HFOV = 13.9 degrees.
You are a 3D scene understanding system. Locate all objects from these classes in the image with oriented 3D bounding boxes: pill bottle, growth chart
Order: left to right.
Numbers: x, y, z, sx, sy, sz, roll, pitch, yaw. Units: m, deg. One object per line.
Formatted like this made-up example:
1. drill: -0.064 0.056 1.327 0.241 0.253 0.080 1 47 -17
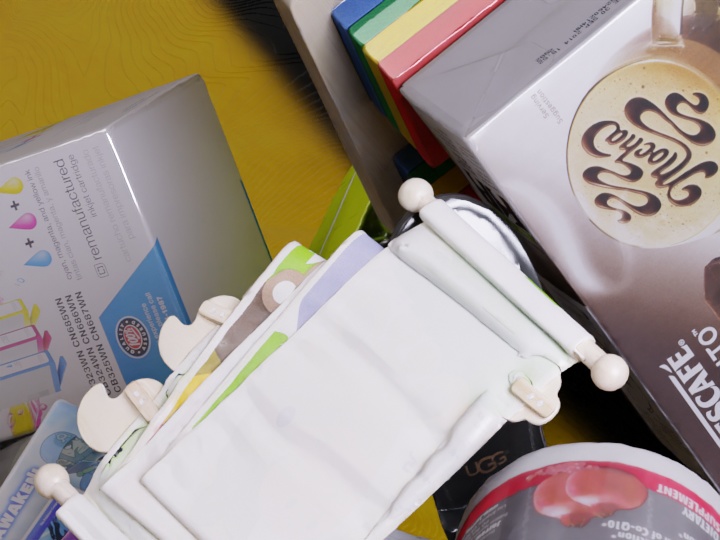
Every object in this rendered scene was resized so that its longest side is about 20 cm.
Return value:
1. growth chart: -0.018 0.053 1.093 0.200 0.018 0.145 -40 56 0
2. pill bottle: 0.075 0.158 1.011 0.111 0.111 0.200 -27 25 25

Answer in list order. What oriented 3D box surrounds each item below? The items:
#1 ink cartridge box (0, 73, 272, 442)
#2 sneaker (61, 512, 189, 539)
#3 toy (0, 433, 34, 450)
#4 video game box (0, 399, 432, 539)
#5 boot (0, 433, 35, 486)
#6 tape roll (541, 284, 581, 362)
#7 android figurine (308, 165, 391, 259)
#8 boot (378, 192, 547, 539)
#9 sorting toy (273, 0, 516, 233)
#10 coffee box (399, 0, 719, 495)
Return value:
1. ink cartridge box: -0.161 0.005 1.424 0.200 0.129 0.125 -18 9 21
2. sneaker: -0.052 0.168 1.102 0.200 0.081 0.088 37 64 23
3. toy: -0.251 0.103 1.496 0.200 0.047 0.115 -7 20 -7
4. video game box: -0.085 0.163 1.179 0.047 0.182 0.200 98 -162 -50
5. boot: -0.215 0.179 1.386 0.200 0.073 0.182 -16 58 32
6. tape roll: 0.137 -0.048 1.372 0.200 0.066 0.200 -32 24 16
7. android figurine: 0.000 0.000 1.435 0.200 0.041 0.182 138 155 -75
8. boot: 0.030 0.031 1.233 0.069 0.200 0.174 -16 28 -7
9. sorting toy: 0.082 -0.107 1.248 0.199 0.200 0.070 -38 58 -7
10. coffee box: 0.122 -0.024 1.170 0.113 0.200 0.080 -39 26 -4
